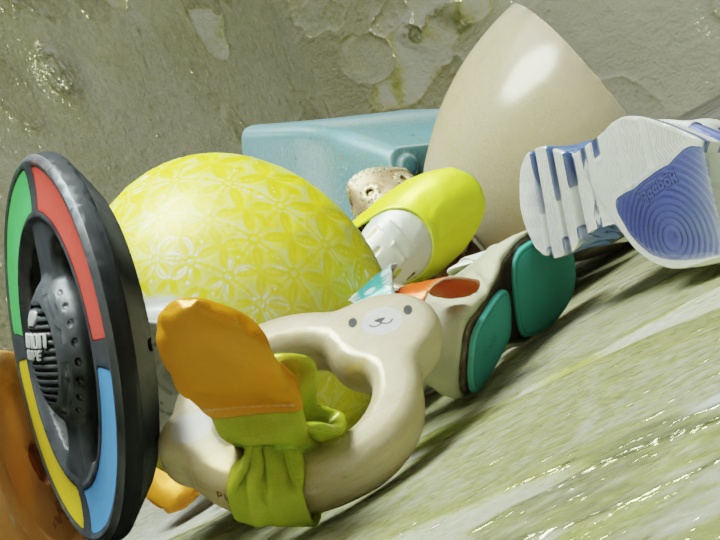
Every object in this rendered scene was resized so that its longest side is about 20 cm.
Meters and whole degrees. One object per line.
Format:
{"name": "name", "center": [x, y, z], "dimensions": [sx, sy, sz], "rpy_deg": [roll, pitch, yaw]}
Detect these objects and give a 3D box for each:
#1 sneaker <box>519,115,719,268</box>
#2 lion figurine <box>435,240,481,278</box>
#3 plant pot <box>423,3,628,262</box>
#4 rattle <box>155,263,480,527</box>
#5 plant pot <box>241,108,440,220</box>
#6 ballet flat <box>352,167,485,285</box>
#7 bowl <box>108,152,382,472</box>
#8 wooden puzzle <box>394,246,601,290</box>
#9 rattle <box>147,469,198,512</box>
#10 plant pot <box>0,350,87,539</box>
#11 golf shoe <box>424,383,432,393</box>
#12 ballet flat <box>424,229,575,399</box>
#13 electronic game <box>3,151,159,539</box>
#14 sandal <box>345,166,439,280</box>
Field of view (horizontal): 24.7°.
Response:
{"name": "sneaker", "center": [0.179, -0.053, 0.904], "dimensions": [0.114, 0.081, 0.199], "rpy_deg": [-13, 7, -21]}
{"name": "lion figurine", "center": [0.030, 0.008, 1.330], "dimensions": [0.199, 0.123, 0.072], "rpy_deg": [-30, 1, 1]}
{"name": "plant pot", "center": [0.126, -0.080, 1.237], "dimensions": [0.134, 0.201, 0.200], "rpy_deg": [-39, 1, 0]}
{"name": "rattle", "center": [-0.019, 0.014, 0.791], "dimensions": [0.130, 0.144, 0.200], "rpy_deg": [6, 40, 49]}
{"name": "plant pot", "center": [0.031, -0.048, 1.472], "dimensions": [0.195, 0.198, 0.199], "rpy_deg": [-9, 3, -29]}
{"name": "ballet flat", "center": [0.000, 0.000, 1.124], "dimensions": [0.199, 0.067, 0.067], "rpy_deg": [-30, 11, 28]}
{"name": "bowl", "center": [-0.087, 0.045, 0.918], "dimensions": [0.199, 0.201, 0.108], "rpy_deg": [-29, 8, 27]}
{"name": "wooden puzzle", "center": [0.060, 0.031, 1.151], "dimensions": [0.199, 0.047, 0.185], "rpy_deg": [-17, -9, -36]}
{"name": "rattle", "center": [-0.111, 0.140, 1.229], "dimensions": [0.129, 0.144, 0.201], "rpy_deg": [-17, -30, -15]}
{"name": "plant pot", "center": [-0.239, 0.133, 0.934], "dimensions": [0.139, 0.202, 0.200], "rpy_deg": [-23, 2, 10]}
{"name": "golf shoe", "center": [-0.039, 0.084, 1.025], "dimensions": [0.199, 0.076, 0.091], "rpy_deg": [-31, 4, 24]}
{"name": "ballet flat", "center": [0.068, 0.019, 0.962], "dimensions": [0.069, 0.070, 0.200], "rpy_deg": [-29, 1, 29]}
{"name": "electronic game", "center": [-0.149, 0.040, 0.841], "dimensions": [0.041, 0.202, 0.200], "rpy_deg": [-10, -8, -24]}
{"name": "sandal", "center": [0.015, -0.047, 1.230], "dimensions": [0.078, 0.070, 0.212], "rpy_deg": [-45, 16, 9]}
